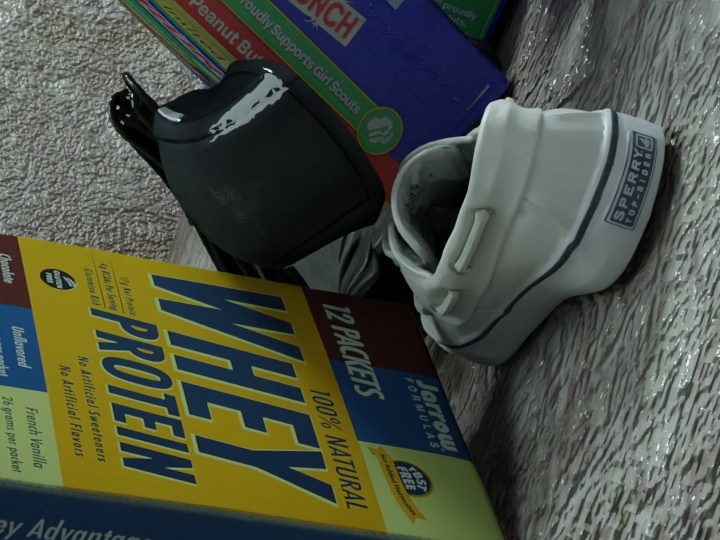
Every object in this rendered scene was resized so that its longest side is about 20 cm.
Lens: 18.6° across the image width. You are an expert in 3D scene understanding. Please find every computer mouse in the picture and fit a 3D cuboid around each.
[{"bbox_3d":[-0.035,-0.009,0.810,0.046,0.141,0.200,-41,17,-16],"label":"computer mouse"}]

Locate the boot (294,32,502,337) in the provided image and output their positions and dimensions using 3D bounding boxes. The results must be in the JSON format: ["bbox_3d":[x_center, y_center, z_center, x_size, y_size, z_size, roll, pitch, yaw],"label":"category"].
[{"bbox_3d":[0.000,0.000,0.955,0.132,0.070,0.200,-84,15,-49],"label":"boot"}]

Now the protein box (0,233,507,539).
[{"bbox_3d":[-0.088,0.114,0.741,0.135,0.198,0.200,-112,39,-53],"label":"protein box"}]

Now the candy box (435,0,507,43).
[{"bbox_3d":[0.013,-0.116,1.101,0.169,0.077,0.200,-82,13,-58],"label":"candy box"}]

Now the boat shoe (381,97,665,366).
[{"bbox_3d":[0.041,-0.019,0.737,0.200,0.065,0.074,131,156,-70],"label":"boat shoe"}]

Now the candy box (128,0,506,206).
[{"bbox_3d":[-0.056,-0.126,0.889,0.077,0.169,0.200,-48,30,-3],"label":"candy box"}]
